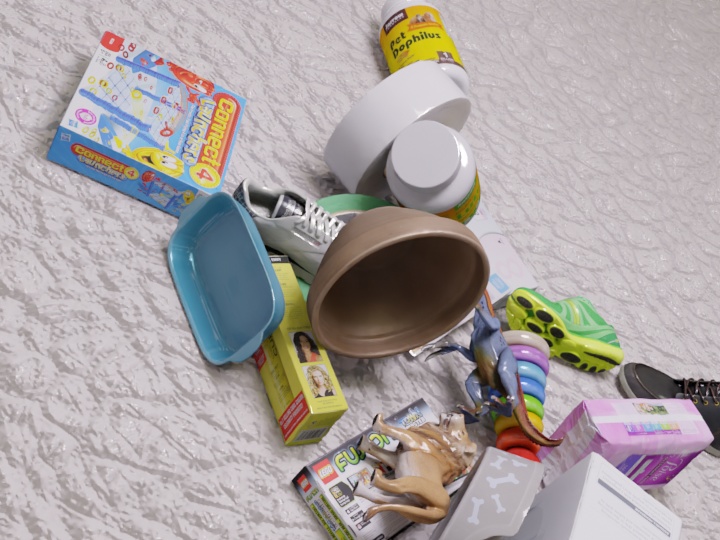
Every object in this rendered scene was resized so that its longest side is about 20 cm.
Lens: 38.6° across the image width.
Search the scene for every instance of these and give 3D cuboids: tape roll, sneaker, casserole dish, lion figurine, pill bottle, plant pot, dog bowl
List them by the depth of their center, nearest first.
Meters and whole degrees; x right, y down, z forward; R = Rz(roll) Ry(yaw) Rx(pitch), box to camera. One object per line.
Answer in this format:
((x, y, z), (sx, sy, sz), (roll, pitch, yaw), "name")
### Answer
((0.105, 0.262, 1.008), (0.058, 0.201, 0.200), (31, 40, 7), "dog bowl")
((0.059, 0.209, 1.037), (0.122, 0.073, 0.200), (26, 27, -7), "lion figurine")
((0.031, -0.002, 1.099), (0.200, 0.201, 0.093), (6, 45, -32), "plant pot")
((-0.143, 0.009, 1.116), (0.039, 0.121, 0.201), (12, 45, -52), "casserole dish")
((-0.055, -0.041, 1.168), (0.199, 0.081, 0.077), (20, 50, -4), "sneaker")
((0.000, 0.000, 1.233), (0.199, 0.048, 0.201), (7, 53, -10), "tape roll")
((0.091, -0.118, 1.288), (0.111, 0.111, 0.200), (51, 1, 14), "pill bottle")
((0.050, -0.181, 1.361), (0.071, 0.203, 0.202), (49, 42, 14), "tape roll")
((0.273, 0.072, 1.397), (0.199, 0.074, 0.084), (29, 43, -26), "sneaker")
((0.462, 0.167, 1.419), (0.199, 0.106, 0.075), (31, 41, -9), "sneaker")
((0.093, -0.342, 1.607), (0.109, 0.109, 0.201), (7, 49, -32), "pill bottle")

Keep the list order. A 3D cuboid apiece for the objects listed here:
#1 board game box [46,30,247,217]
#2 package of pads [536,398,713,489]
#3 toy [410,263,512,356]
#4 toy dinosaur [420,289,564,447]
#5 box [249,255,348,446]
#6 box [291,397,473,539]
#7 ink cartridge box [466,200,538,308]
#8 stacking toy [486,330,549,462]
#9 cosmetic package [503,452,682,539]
((-0.251, -0.174, 1.241), (0.195, 0.056, 0.201), (24, 43, -17), "board game box")
((0.321, 0.217, 1.260), (0.199, 0.121, 0.076), (4, 46, -33), "package of pads")
((0.103, 0.014, 1.308), (0.199, 0.047, 0.115), (-31, 72, -34), "toy")
((0.145, 0.098, 1.219), (0.200, 0.105, 0.182), (39, 41, -25), "toy dinosaur")
((-0.081, 0.085, 1.121), (0.050, 0.075, 0.201), (-3, 57, -35), "box")
((0.032, 0.222, 1.107), (0.199, 0.035, 0.110), (-21, 68, -45), "box")
((0.127, -0.017, 1.386), (0.199, 0.057, 0.163), (-7, 59, -46), "ink cartridge box")
((0.190, 0.174, 1.238), (0.085, 0.085, 0.201), (22, 47, -19), "stacking toy")
((0.194, 0.325, 1.006), (0.123, 0.200, 0.200), (38, 41, -2), "cosmetic package")
